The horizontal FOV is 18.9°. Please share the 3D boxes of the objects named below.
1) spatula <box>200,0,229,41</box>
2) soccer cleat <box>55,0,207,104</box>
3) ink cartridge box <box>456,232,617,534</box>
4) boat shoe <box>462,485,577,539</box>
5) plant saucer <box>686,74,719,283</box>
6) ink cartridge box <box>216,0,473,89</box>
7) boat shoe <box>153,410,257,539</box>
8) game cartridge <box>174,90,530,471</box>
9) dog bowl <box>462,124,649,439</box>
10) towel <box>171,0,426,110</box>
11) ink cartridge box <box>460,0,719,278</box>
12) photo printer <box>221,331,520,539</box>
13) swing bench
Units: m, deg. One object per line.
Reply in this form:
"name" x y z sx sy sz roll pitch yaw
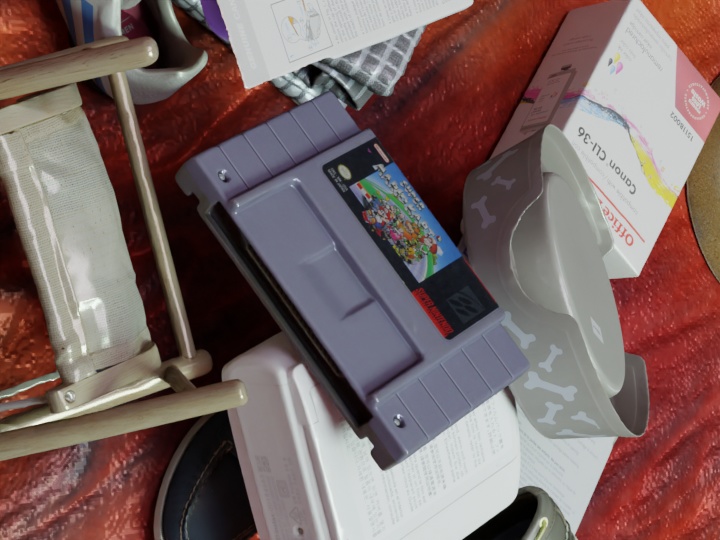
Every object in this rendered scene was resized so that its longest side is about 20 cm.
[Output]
"spatula" -0.093 -0.222 1.241 0.056 0.021 0.200 -19 74 -19
"soccer cleat" -0.152 -0.185 1.217 0.070 0.086 0.200 -45 114 -33
"ink cartridge box" 0.079 0.108 1.417 0.198 0.043 0.200 43 62 -30
"boat shoe" 0.044 0.207 1.329 0.201 0.072 0.060 -35 125 -8
"plant saucer" 0.327 -0.066 1.643 0.200 0.035 0.201 4 84 -40
"ink cartridge box" -0.034 -0.199 1.227 0.200 0.050 0.161 -26 101 -42
"boat shoe" -0.047 0.102 1.300 0.200 0.062 0.075 -46 115 -33
"game cartridge" 0.000 0.000 1.206 0.130 0.038 0.200 -32 83 -42
"dog bowl" 0.121 0.013 1.343 0.200 0.059 0.201 -17 90 -73
"towel" -0.018 -0.214 1.333 0.166 0.085 0.200 40 63 -30
"ink cartridge box" 0.159 -0.073 1.481 0.116 0.067 0.200 44 61 -29
"photo printer" 0.017 0.091 1.270 0.200 0.069 0.167 -30 111 -45
"swing bench" -0.186 -0.005 1.139 0.200 0.130 0.199 -15 99 -11
